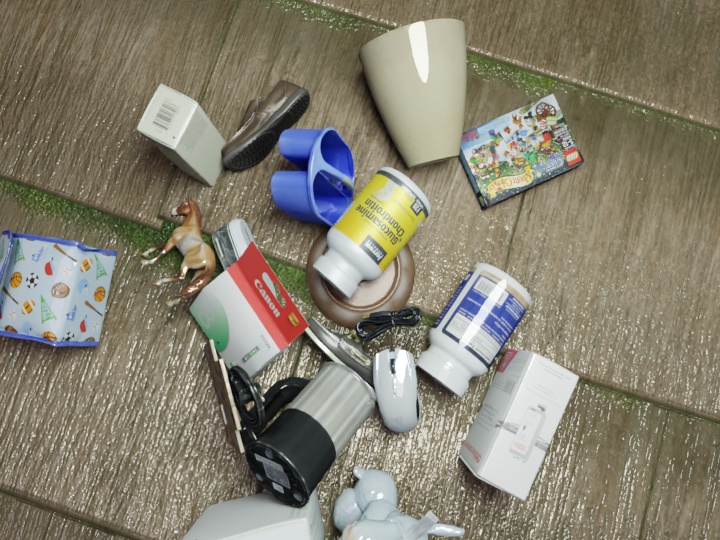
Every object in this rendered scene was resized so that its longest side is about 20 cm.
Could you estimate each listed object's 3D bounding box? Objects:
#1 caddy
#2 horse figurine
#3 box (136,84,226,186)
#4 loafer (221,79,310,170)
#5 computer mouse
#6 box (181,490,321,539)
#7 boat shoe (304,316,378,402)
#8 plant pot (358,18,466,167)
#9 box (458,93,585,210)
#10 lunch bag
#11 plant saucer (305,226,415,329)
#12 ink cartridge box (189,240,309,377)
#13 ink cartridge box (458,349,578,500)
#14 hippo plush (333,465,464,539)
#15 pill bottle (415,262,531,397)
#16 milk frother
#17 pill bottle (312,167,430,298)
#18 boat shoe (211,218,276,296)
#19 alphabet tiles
[{"bbox_3d":[-0.062,-0.150,0.847,0.103,0.200,0.145,9,85,17],"label":"caddy"},{"bbox_3d":[-0.299,-0.025,0.875,0.132,0.050,0.200,-36,55,-9],"label":"horse figurine"},{"bbox_3d":[-0.279,-0.212,0.842,0.067,0.200,0.083,26,83,3],"label":"box"},{"bbox_3d":[-0.177,-0.261,0.922,0.071,0.073,0.200,42,78,12],"label":"loafer"},{"bbox_3d":[0.056,0.163,0.813,0.107,0.044,0.205,-8,95,10],"label":"computer mouse"},{"bbox_3d":[-0.149,0.445,0.768,0.196,0.199,0.175,-13,83,-3],"label":"box"},{"bbox_3d":[-0.012,0.142,0.872,0.201,0.072,0.061,43,86,-4],"label":"boat shoe"},{"bbox_3d":[0.104,-0.287,0.882,0.183,0.187,0.205,-12,97,-2],"label":"plant pot"},{"bbox_3d":[0.283,-0.213,0.931,0.197,0.038,0.139,-24,84,-3],"label":"box"},{"bbox_3d":[-0.534,0.028,0.855,0.196,0.124,0.174,9,83,14],"label":"lunch bag"},{"bbox_3d":[0.000,0.000,0.905,0.195,0.037,0.205,0,83,0],"label":"plant saucer"},{"bbox_3d":[-0.184,0.075,0.825,0.050,0.200,0.162,-30,81,-45],"label":"ink cartridge box"},{"bbox_3d":[0.246,0.236,0.824,0.082,0.147,0.203,27,84,3],"label":"ink cartridge box"},{"bbox_3d":[0.014,0.375,0.786,0.200,0.161,0.159,-47,123,8],"label":"hippo plush"},{"bbox_3d":[0.183,0.099,0.855,0.115,0.116,0.201,36,84,3],"label":"pill bottle"},{"bbox_3d":[-0.092,0.198,0.773,0.178,0.203,0.188,26,41,20],"label":"milk frother"},{"bbox_3d":[0.015,-0.058,0.837,0.111,0.112,0.201,39,84,4],"label":"pill bottle"},{"bbox_3d":[-0.200,0.015,0.891,0.070,0.072,0.204,-22,79,13],"label":"boat shoe"},{"bbox_3d":[-0.214,0.192,0.802,0.007,0.200,0.171,-14,83,-23],"label":"alphabet tiles"}]
